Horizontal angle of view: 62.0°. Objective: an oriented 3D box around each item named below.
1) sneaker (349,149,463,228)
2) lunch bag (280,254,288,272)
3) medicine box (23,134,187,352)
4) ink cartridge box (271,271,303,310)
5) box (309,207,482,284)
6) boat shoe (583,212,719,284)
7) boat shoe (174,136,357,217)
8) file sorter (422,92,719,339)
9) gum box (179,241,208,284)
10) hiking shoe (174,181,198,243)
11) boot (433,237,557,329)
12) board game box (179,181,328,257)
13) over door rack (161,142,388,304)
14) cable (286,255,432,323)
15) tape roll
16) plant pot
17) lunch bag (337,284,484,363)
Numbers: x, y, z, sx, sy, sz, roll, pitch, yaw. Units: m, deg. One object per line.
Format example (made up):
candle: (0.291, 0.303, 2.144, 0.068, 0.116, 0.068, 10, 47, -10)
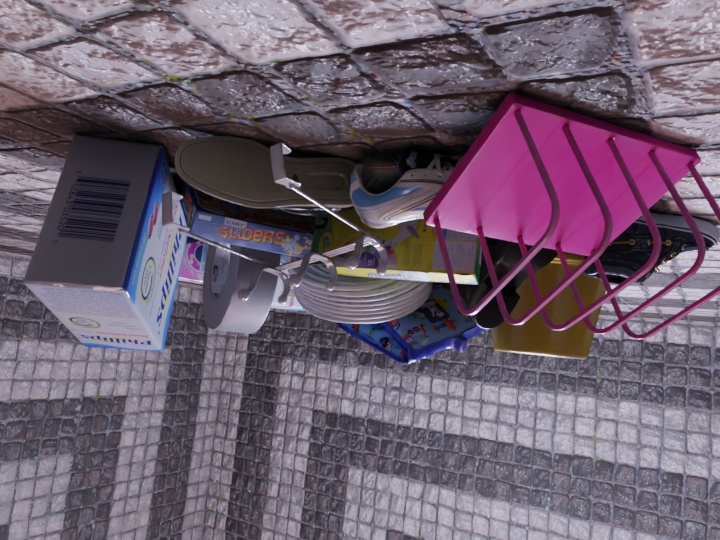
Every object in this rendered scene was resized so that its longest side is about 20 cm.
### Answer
sneaker: (0.081, -0.087, 0.587, 0.200, 0.072, 0.073, -7, 127, 23)
lunch bag: (-0.082, -0.019, 0.999, 0.161, 0.083, 0.200, 30, 175, -30)
medicine box: (-0.282, -0.022, 0.706, 0.103, 0.183, 0.200, 6, 154, -3)
ink cartridge box: (-0.168, 0.000, 1.188, 0.084, 0.145, 0.200, 2, 173, 29)
box: (0.041, -0.049, 0.696, 0.199, 0.118, 0.048, 5, 165, 19)
boat shoe: (0.363, -0.023, 0.757, 0.200, 0.091, 0.071, 8, 173, -16)
boat shoe: (-0.097, -0.093, 0.640, 0.200, 0.072, 0.068, 6, 170, -22)
file sorter: (0.180, -0.028, 0.493, 0.200, 0.126, 0.139, 8, 141, -23)
gum box: (-0.315, -0.034, 1.158, 0.066, 0.114, 0.200, 0, 171, 41)
hiking shoe: (-0.246, -0.078, 0.890, 0.086, 0.075, 0.200, 6, 174, 3)
boot: (0.162, -0.037, 0.774, 0.069, 0.200, 0.174, 26, -163, -26)
board game box: (-0.121, -0.065, 0.762, 0.200, 0.035, 0.135, 10, -158, -27)
over door rack: (-0.080, -0.025, 0.601, 0.147, 0.067, 0.200, -17, 147, 25)
cable: (0.000, 0.000, 0.821, 0.199, 0.069, 0.200, -7, -151, -11)
tape roll: (-0.195, -0.001, 0.960, 0.066, 0.201, 0.200, 9, 173, -27)
plant pot: (0.263, 0.027, 0.863, 0.200, 0.189, 0.201, 6, 173, 1)
lunch bag: (0.080, 0.067, 0.867, 0.150, 0.094, 0.200, -17, -148, -29)
